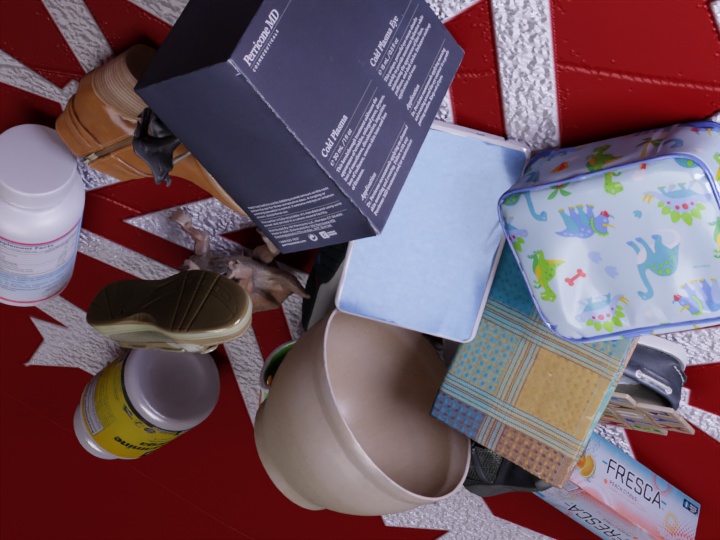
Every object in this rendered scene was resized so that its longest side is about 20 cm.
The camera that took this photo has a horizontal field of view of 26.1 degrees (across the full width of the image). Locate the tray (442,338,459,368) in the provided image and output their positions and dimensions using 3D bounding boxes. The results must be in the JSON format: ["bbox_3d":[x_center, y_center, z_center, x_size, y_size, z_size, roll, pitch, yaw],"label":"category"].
[{"bbox_3d":[0.135,0.085,1.507,0.107,0.022,0.200,2,142,7],"label":"tray"}]

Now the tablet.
[{"bbox_3d":[0.060,-0.034,1.331,0.130,0.014,0.200,14,120,0],"label":"tablet"}]

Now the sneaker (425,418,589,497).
[{"bbox_3d":[0.130,0.160,1.490,0.114,0.076,0.199,32,153,-22],"label":"sneaker"}]

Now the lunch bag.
[{"bbox_3d":[0.220,-0.026,1.235,0.200,0.082,0.161,-12,112,38],"label":"lunch bag"}]

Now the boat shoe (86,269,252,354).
[{"bbox_3d":[-0.173,0.047,1.473,0.200,0.073,0.063,-4,141,36],"label":"boat shoe"}]

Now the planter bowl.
[{"bbox_3d":[-0.013,0.142,1.436,0.135,0.200,0.200,-30,120,31],"label":"planter bowl"}]

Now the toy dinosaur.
[{"bbox_3d":[-0.123,0.017,1.539,0.200,0.086,0.136,3,140,22],"label":"toy dinosaur"}]

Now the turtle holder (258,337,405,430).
[{"bbox_3d":[-0.021,0.134,1.573,0.185,0.141,0.132,3,142,47],"label":"turtle holder"}]

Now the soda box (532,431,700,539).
[{"bbox_3d":[0.254,0.227,1.581,0.200,0.068,0.064,35,145,-24],"label":"soda box"}]

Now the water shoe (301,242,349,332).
[{"bbox_3d":[0.000,0.000,1.468,0.079,0.072,0.200,6,151,-14],"label":"water shoe"}]

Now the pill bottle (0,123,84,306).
[{"bbox_3d":[-0.332,-0.055,1.546,0.109,0.109,0.200,25,146,0],"label":"pill bottle"}]

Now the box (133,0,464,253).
[{"bbox_3d":[-0.039,-0.150,1.156,0.104,0.200,0.182,-9,133,40],"label":"box"}]

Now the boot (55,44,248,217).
[{"bbox_3d":[-0.179,-0.107,1.418,0.200,0.074,0.155,48,140,-11],"label":"boot"}]

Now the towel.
[{"bbox_3d":[0.158,0.074,1.365,0.147,0.022,0.200,29,109,20],"label":"towel"}]

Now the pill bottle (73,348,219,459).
[{"bbox_3d":[-0.250,0.150,1.767,0.112,0.113,0.200,36,145,-16],"label":"pill bottle"}]

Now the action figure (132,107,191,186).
[{"bbox_3d":[-0.083,-0.114,1.278,0.200,0.119,0.102,4,109,7],"label":"action figure"}]

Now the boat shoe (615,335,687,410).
[{"bbox_3d":[0.199,0.081,1.415,0.200,0.060,0.076,11,148,5],"label":"boat shoe"}]

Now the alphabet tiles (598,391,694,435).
[{"bbox_3d":[0.204,0.125,1.446,0.200,0.006,0.166,8,167,25],"label":"alphabet tiles"}]
